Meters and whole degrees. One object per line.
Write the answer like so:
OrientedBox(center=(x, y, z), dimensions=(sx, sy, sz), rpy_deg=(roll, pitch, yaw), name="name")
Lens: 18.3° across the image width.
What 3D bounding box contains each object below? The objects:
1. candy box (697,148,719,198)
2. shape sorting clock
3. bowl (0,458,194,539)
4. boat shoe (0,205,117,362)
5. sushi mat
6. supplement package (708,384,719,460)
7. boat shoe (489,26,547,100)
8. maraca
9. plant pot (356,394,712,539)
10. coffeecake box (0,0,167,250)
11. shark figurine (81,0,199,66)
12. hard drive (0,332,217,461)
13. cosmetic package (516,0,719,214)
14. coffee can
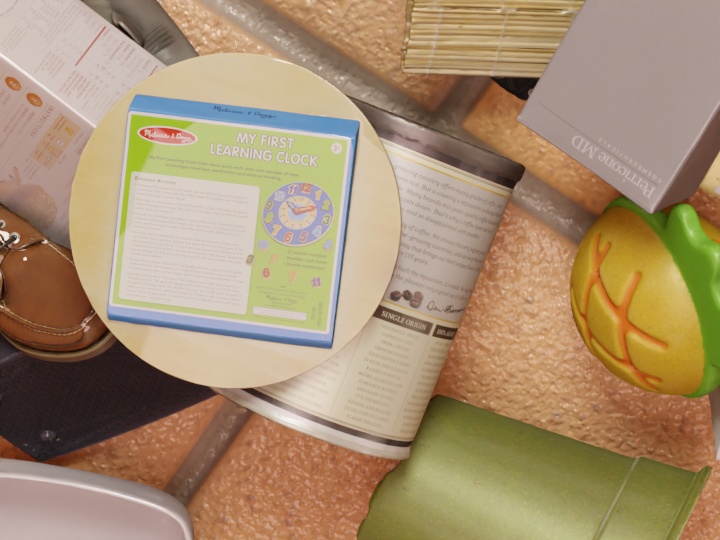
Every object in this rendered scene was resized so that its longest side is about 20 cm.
OrientedBox(center=(0.273, -0.142, 1.370), dimensions=(0.056, 0.117, 0.200), rpy_deg=(23, 111, -2), name="candy box")
OrientedBox(center=(-0.075, -0.030, 1.332), dimensions=(0.200, 0.039, 0.200), rpy_deg=(1, 96, 7), name="shape sorting clock")
OrientedBox(center=(-0.214, 0.223, 1.581), dimensions=(0.199, 0.075, 0.200), rpy_deg=(10, 112, 2), name="bowl")
OrientedBox(center=(-0.233, -0.001, 1.442), dimensions=(0.072, 0.200, 0.068), rpy_deg=(-56, 139, -13), name="boat shoe")
OrientedBox(center=(0.125, -0.158, 1.364), dimensions=(0.200, 0.012, 0.096), rpy_deg=(1, 124, -7), name="sushi mat")
OrientedBox(center=(0.338, 0.076, 1.447), dimensions=(0.200, 0.110, 0.114), rpy_deg=(14, 111, 1), name="supplement package")
OrientedBox(center=(0.157, -0.182, 1.402), dimensions=(0.200, 0.069, 0.057), rpy_deg=(-36, 128, 16), name="boat shoe")
OrientedBox(center=(0.195, 0.016, 1.402), dimensions=(0.107, 0.200, 0.137), rpy_deg=(-25, 94, -13), name="maraca")
OrientedBox(center=(0.105, 0.177, 1.486), dimensions=(0.190, 0.200, 0.200), rpy_deg=(27, 111, 10), name="plant pot")
OrientedBox(center=(-0.200, -0.102, 1.420), dimensions=(0.200, 0.073, 0.154), rpy_deg=(37, 147, -8), name="coffeecake box")
OrientedBox(center=(-0.154, -0.196, 1.408), dimensions=(0.128, 0.215, 0.090), rpy_deg=(26, 71, 28), name="shark figurine")
OrientedBox(center=(-0.167, 0.058, 1.497), dimensions=(0.200, 0.042, 0.135), rpy_deg=(-23, 144, 18), name="hard drive")
OrientedBox(center=(0.190, -0.144, 1.296), dimensions=(0.107, 0.090, 0.200), rpy_deg=(35, 110, 16), name="cosmetic package")
OrientedBox(center=(0.000, 0.000, 1.408), dimensions=(0.146, 0.146, 0.200), rpy_deg=(21, 94, -2), name="coffee can")
